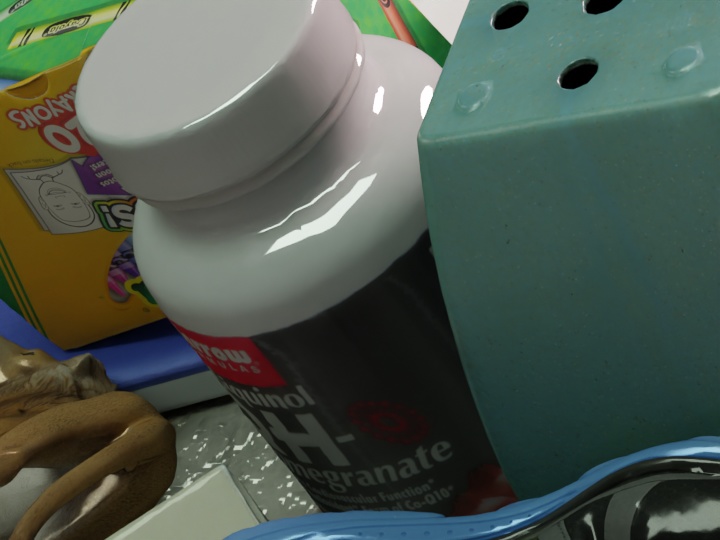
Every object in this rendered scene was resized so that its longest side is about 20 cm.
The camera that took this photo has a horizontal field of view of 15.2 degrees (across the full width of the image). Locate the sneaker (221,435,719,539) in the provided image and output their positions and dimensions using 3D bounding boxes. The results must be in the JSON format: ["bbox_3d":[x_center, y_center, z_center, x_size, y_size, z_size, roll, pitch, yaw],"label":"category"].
[{"bbox_3d":[0.047,0.098,0.693,0.199,0.071,0.083,-12,47,12],"label":"sneaker"}]

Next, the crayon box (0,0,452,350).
[{"bbox_3d":[-0.067,-0.049,0.924,0.199,0.119,0.058,-19,41,38],"label":"crayon box"}]

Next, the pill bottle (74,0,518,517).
[{"bbox_3d":[0.000,0.000,0.819,0.110,0.200,0.111,-22,38,18],"label":"pill bottle"}]

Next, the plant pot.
[{"bbox_3d":[0.108,-0.003,0.737,0.141,0.200,0.142,-7,44,32],"label":"plant pot"}]

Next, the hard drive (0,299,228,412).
[{"bbox_3d":[-0.066,-0.001,1.021,0.199,0.025,0.132,-16,40,24],"label":"hard drive"}]

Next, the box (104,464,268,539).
[{"bbox_3d":[-0.099,0.146,0.794,0.200,0.078,0.095,-33,-9,-4],"label":"box"}]

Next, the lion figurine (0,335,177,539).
[{"bbox_3d":[-0.103,0.067,0.877,0.122,0.073,0.200,-25,14,-27],"label":"lion figurine"}]

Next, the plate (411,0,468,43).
[{"bbox_3d":[0.110,-0.099,0.950,0.200,0.032,0.200,-45,56,-11],"label":"plate"}]
